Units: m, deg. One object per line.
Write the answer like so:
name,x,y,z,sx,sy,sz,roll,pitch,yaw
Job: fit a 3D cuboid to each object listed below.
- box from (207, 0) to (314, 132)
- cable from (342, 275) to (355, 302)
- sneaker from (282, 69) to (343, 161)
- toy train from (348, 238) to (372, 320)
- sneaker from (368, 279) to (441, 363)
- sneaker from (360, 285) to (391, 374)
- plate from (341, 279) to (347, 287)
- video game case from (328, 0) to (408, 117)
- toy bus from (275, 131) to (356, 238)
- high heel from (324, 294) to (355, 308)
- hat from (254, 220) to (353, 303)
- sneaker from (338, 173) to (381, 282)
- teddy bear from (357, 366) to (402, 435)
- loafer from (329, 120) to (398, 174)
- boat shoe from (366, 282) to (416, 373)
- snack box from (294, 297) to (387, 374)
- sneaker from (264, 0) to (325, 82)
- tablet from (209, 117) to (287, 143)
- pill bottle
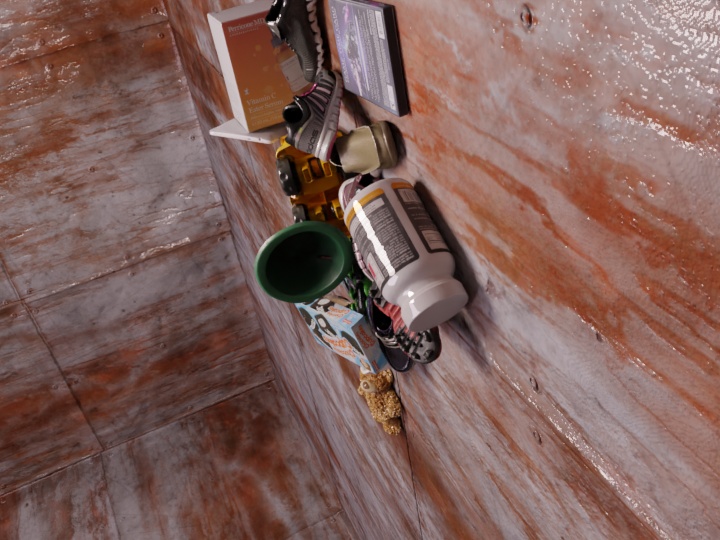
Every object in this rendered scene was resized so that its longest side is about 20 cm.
box,-0.173,-0.380,1.291,0.106,0.151,0.201,-131,24,-53
cable,-0.017,0.004,1.431,0.163,0.051,0.201,48,169,40
sneaker,-0.080,-0.261,1.133,0.074,0.087,0.201,118,161,-49
toy train,0.000,0.000,1.307,0.056,0.041,0.202,49,-149,-59
sneaker,0.088,0.072,1.084,0.071,0.097,0.201,-58,33,20
sneaker,0.025,0.121,1.365,0.075,0.099,0.202,-131,26,-56
plate,-0.066,-0.045,1.606,0.201,0.025,0.201,59,163,31
video game case,0.008,-0.311,1.004,0.200,0.019,0.144,-132,26,-56
toy bus,-0.078,-0.170,1.310,0.192,0.134,0.202,-112,5,-64
high heel,-0.049,0.080,1.443,0.142,0.072,0.200,33,178,23
hat,-0.120,-0.054,1.267,0.166,0.199,0.177,44,-163,-36
sneaker,0.029,-0.070,1.153,0.201,0.075,0.115,65,157,4
teddy bear,0.040,0.291,1.598,0.145,0.066,0.201,56,161,34
loafer,0.001,-0.184,1.100,0.200,0.067,0.077,-173,63,-73
boat shoe,0.050,0.109,1.241,0.093,0.074,0.202,-57,-44,-62
snack box,-0.040,0.111,1.312,0.199,0.037,0.117,19,143,52
sneaker,-0.111,-0.398,1.157,0.201,0.090,0.067,85,164,-45
tablet,-0.192,-0.284,1.369,0.200,0.129,0.014,-57,-26,-60
pill bottle,0.065,-0.022,0.999,0.117,0.115,0.201,99,147,-62
